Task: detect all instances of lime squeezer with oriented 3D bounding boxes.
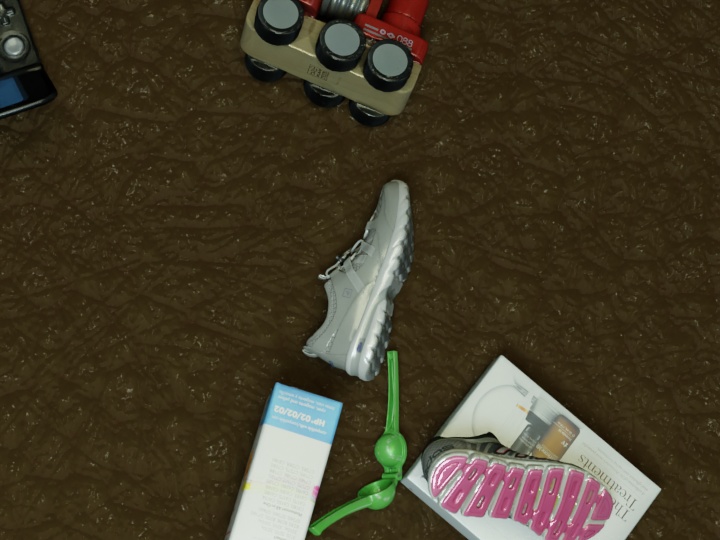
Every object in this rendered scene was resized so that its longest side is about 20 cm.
[{"bbox_3d":[0.011,0.175,1.577,0.070,0.038,0.201,36,59,-17],"label":"lime squeezer"}]

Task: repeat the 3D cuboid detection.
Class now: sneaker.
[{"bbox_3d":[0.000,0.000,1.603,0.081,0.075,0.202,12,67,12],"label":"sneaker"},{"bbox_3d":[0.137,0.190,1.530,0.198,0.087,0.075,14,104,-24],"label":"sneaker"}]

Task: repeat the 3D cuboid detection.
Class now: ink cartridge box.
[{"bbox_3d":[-0.079,0.213,1.524,0.067,0.115,0.202,17,76,-3],"label":"ink cartridge box"}]

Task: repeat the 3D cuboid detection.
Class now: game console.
[{"bbox_3d":[-0.399,-0.192,1.572,0.198,0.116,0.178,-19,81,-12],"label":"game console"}]

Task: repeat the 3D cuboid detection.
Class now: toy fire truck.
[{"bbox_3d":[-0.004,-0.274,1.649,0.174,0.129,0.202,22,64,-2],"label":"toy fire truck"}]

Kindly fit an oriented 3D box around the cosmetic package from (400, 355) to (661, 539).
[{"bbox_3d":[0.160,0.203,1.593,0.199,0.052,0.151,39,79,2],"label":"cosmetic package"}]
